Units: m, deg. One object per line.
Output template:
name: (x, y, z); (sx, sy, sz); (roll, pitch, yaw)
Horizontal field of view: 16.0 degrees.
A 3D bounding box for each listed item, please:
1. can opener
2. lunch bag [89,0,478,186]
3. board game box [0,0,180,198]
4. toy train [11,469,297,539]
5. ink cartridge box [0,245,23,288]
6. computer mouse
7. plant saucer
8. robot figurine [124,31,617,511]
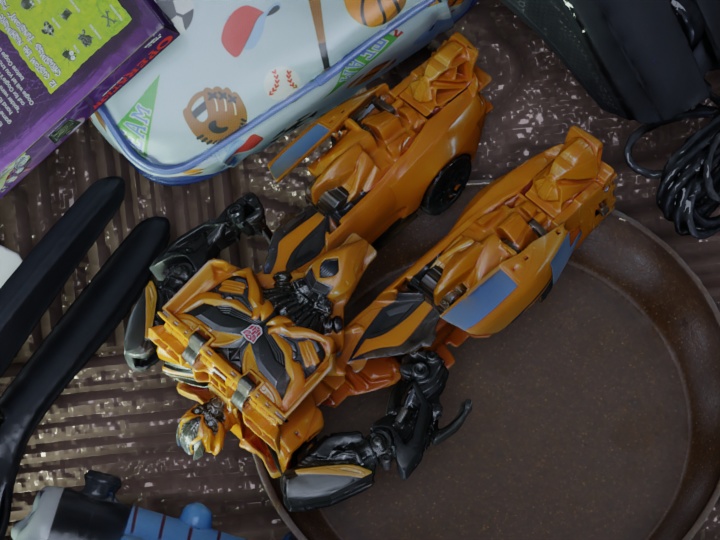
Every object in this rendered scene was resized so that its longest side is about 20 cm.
can opener: (-0.148, 0.046, 1.048); (0.063, 0.078, 0.201); (39, 75, -30)
lunch bag: (-0.046, -0.143, 1.060); (0.199, 0.076, 0.161); (-34, 86, 0)
board game box: (-0.177, -0.132, 1.026); (0.120, 0.032, 0.200); (-39, 79, 5)
toy train: (-0.066, 0.155, 1.044); (0.199, 0.087, 0.115); (17, 83, -2)
ink cartridge box: (-0.243, 0.006, 1.020); (0.199, 0.068, 0.116); (27, 94, -15)
computer mouse: (0.110, -0.124, 1.023); (0.200, 0.053, 0.139); (42, 61, -14)
plant saucer: (0.053, 0.056, 1.038); (0.199, 0.035, 0.202); (-1, 61, 2)
robot figurine: (0.000, 0.000, 1.020); (0.145, 0.058, 0.200); (38, 68, 24)
